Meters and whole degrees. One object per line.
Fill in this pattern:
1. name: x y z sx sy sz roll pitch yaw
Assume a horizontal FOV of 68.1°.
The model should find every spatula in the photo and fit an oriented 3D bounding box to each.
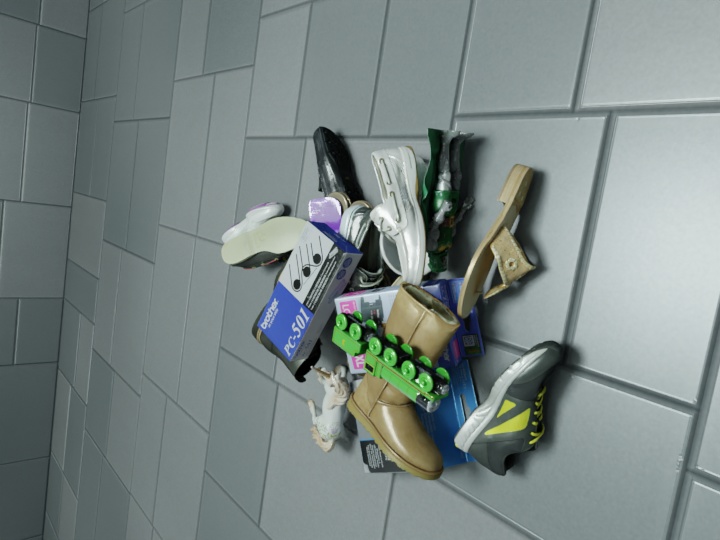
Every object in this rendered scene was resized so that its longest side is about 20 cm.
1. spatula: -0.047 -0.022 0.897 0.056 0.021 0.200 -7 101 16

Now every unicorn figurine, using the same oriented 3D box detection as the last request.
1. unicorn figurine: -0.050 0.217 0.904 0.137 0.074 0.200 -136 39 -68

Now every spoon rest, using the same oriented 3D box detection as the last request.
1. spoon rest: 0.074 -0.088 0.799 0.061 0.099 0.200 150 123 -63

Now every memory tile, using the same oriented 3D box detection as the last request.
1. memory tile: -0.009 -0.020 0.894 0.153 0.017 0.200 24 114 32

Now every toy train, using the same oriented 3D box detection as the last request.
1. toy train: 0.033 0.113 0.679 0.200 0.042 0.057 31 118 43

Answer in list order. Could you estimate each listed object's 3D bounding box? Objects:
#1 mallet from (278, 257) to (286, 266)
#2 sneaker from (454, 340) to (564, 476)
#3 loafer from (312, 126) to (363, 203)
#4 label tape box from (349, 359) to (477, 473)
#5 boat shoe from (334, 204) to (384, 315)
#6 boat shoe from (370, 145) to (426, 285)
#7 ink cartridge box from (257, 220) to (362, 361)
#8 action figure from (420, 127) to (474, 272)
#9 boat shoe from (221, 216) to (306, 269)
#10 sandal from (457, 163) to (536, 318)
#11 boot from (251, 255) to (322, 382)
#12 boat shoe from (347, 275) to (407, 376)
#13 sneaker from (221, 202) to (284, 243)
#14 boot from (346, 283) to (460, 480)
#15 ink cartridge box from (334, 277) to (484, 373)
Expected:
1. mallet: -0.117 0.034 1.045 0.041 0.066 0.200 -54 36 19
2. sneaker: 0.201 0.173 0.665 0.085 0.074 0.200 41 121 24
3. loafer: -0.051 -0.164 0.952 0.070 0.068 0.201 -30 70 35
4. label tape box: 0.079 0.219 0.790 0.200 0.066 0.144 -24 71 46
5. boat shoe: 0.000 0.000 0.827 0.071 0.072 0.200 18 111 52
6. boat shoe: 0.047 -0.074 0.733 0.071 0.069 0.200 109 156 -72
7. ink cartridge box: -0.082 0.033 0.827 0.094 0.044 0.200 39 112 31
8. action figure: 0.119 -0.094 0.750 0.055 0.118 0.200 16 109 35
9. boat shoe: -0.180 -0.054 1.071 0.201 0.063 0.074 -17 72 20
10. sandal: 0.192 -0.026 0.674 0.070 0.078 0.212 23 96 27
11. boot: -0.091 0.073 0.904 0.138 0.077 0.200 40 112 35
12. boat shoe: 0.044 0.085 0.843 0.200 0.072 0.065 -61 8 26
13. sneaker: -0.217 -0.079 1.147 0.200 0.075 0.100 -31 85 42
14. boot: 0.075 0.146 0.700 0.175 0.066 0.200 36 112 28
15. ink cartridge box: 0.067 0.081 0.763 0.200 0.042 0.120 -10 96 24
